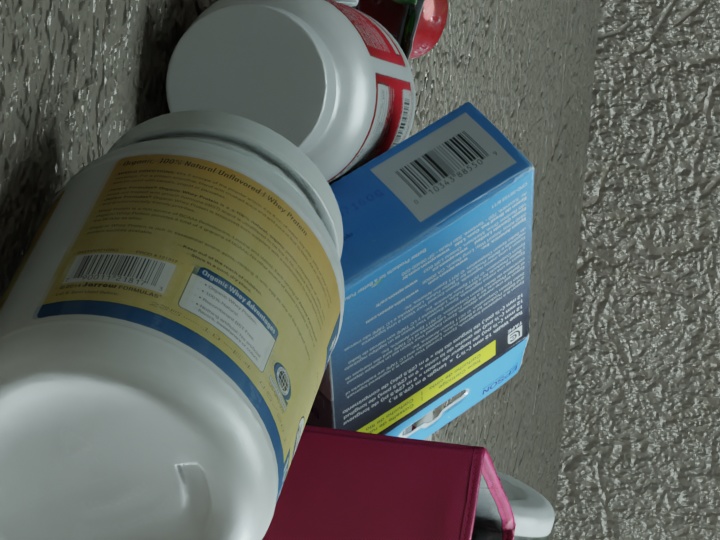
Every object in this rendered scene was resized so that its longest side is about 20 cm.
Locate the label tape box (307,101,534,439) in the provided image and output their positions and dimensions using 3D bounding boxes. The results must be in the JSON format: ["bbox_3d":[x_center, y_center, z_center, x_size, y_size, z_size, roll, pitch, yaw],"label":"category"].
[{"bbox_3d":[0.022,0.019,1.545,0.143,0.066,0.200,-33,151,-20],"label":"label tape box"}]

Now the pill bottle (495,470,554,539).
[{"bbox_3d":[0.047,0.231,1.847,0.112,0.112,0.200,-27,136,-78],"label":"pill bottle"}]

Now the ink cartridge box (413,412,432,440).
[{"bbox_3d":[-0.004,0.201,1.970,0.144,0.084,0.200,-57,151,-70],"label":"ink cartridge box"}]

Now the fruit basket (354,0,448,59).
[{"bbox_3d":[0.026,-0.196,1.770,0.185,0.094,0.200,-97,-153,-68],"label":"fruit basket"}]

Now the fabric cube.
[{"bbox_3d":[-0.035,0.193,1.470,0.200,0.199,0.196,67,32,-71],"label":"fabric cube"}]

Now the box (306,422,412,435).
[{"bbox_3d":[-0.026,0.159,1.728,0.137,0.040,0.200,-7,-106,59],"label":"box"}]

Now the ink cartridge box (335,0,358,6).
[{"bbox_3d":[-0.023,-0.254,1.742,0.200,0.047,0.160,-116,-150,-78],"label":"ink cartridge box"}]

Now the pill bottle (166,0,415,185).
[{"bbox_3d":[-0.039,-0.095,1.504,0.200,0.112,0.112,-6,102,-79],"label":"pill bottle"}]

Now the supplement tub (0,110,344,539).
[{"bbox_3d":[-0.087,0.033,1.225,0.200,0.145,0.145,-69,163,-52],"label":"supplement tub"}]
